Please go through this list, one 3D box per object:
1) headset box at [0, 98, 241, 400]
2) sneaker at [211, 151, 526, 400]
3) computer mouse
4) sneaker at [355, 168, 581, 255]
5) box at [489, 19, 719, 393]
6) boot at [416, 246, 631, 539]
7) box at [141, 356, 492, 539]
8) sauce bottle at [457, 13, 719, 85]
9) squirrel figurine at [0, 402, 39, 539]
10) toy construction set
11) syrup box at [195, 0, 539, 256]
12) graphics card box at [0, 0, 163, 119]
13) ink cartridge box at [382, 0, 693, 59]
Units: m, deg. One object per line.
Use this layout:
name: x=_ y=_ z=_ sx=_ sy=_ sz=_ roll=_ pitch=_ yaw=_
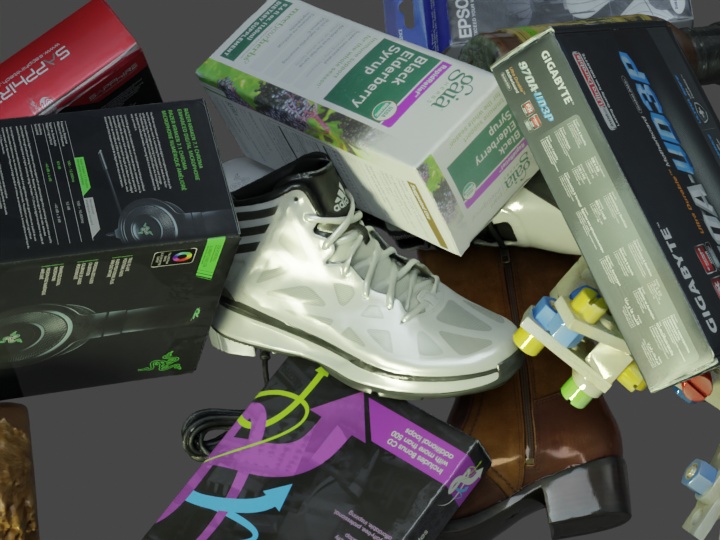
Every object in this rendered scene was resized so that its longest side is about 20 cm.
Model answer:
headset box: x=-0.171 y=-0.006 z=1.178 sx=0.200 sy=0.174 sz=0.093 roll=-7 pitch=63 yaw=-19
sneaker: x=0.000 y=0.000 z=1.207 sx=0.200 sy=0.116 sz=0.076 roll=13 pitch=36 yaw=19
computer mouse: x=-0.068 y=0.015 z=1.307 sx=0.109 sy=0.044 sz=0.200 roll=-11 pitch=69 yaw=2
sneaker: x=0.064 y=-0.036 z=1.276 sx=0.200 sy=0.074 sz=0.080 roll=16 pitch=58 yaw=37
box: x=0.166 y=-0.041 z=1.165 sx=0.046 sy=0.159 sz=0.200 roll=-31 pitch=80 yaw=32
boot: x=0.058 y=0.067 z=1.264 sx=0.188 sy=0.069 sz=0.200 roll=-12 pitch=67 yaw=4
box: x=-0.040 y=0.150 z=1.196 sx=0.143 sy=0.036 sz=0.200 roll=27 pitch=72 yaw=34
sauce bottle: x=0.154 y=-0.125 z=1.293 sx=0.200 sy=0.065 sz=0.065 roll=-10 pitch=66 yaw=-31
squirrel figurine: x=-0.278 y=0.143 z=1.195 sx=0.186 sy=0.200 sz=0.142 roll=-4 pitch=76 yaw=-9
toy construction set: x=0.177 y=0.062 z=1.213 sx=0.092 sy=0.131 sz=0.200 roll=-36 pitch=109 yaw=18
syrup box: x=0.003 y=-0.090 z=1.245 sx=0.200 sy=0.082 sz=0.079 roll=26 pitch=66 yaw=42
graphics card box: x=-0.175 y=-0.073 z=1.267 sx=0.125 sy=0.200 sz=0.051 roll=-37 pitch=71 yaw=-7
ink cartridge box: x=0.112 y=-0.188 z=1.369 sx=0.199 sy=0.039 sz=0.100 roll=-7 pitch=70 yaw=3
